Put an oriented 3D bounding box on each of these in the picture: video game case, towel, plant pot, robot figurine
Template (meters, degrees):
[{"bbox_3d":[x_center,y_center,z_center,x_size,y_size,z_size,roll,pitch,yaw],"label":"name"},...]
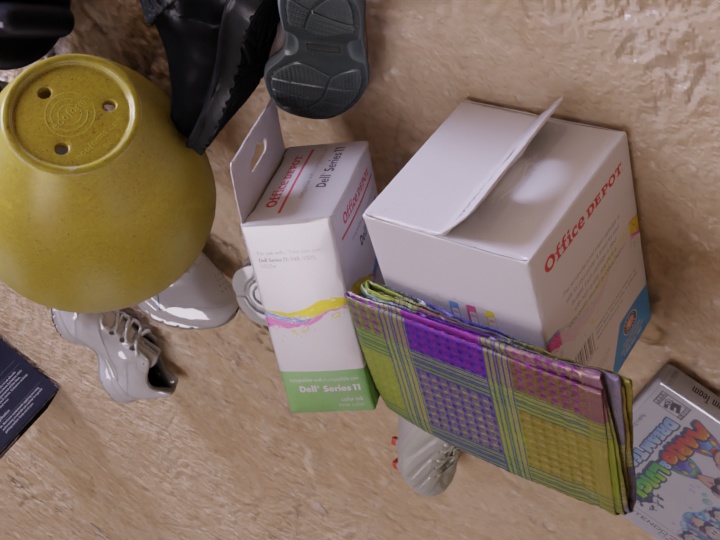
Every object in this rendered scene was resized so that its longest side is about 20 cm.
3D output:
[{"bbox_3d":[0.272,0.171,0.989,0.182,0.024,0.200,35,149,8],"label":"video game case"},{"bbox_3d":[0.087,0.082,0.825,0.200,0.023,0.144,19,145,32],"label":"towel"},{"bbox_3d":[-0.213,-0.086,0.982,0.200,0.200,0.142,34,158,9],"label":"plant pot"},{"bbox_3d":[-0.309,-0.223,1.009,0.200,0.151,0.125,12,156,39],"label":"robot figurine"}]

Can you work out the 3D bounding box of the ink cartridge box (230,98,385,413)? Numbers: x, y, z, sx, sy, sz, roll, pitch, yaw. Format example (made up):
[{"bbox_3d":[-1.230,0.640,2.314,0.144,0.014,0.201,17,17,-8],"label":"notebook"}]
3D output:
[{"bbox_3d":[-0.026,-0.013,0.901,0.067,0.117,0.201,-3,122,16],"label":"ink cartridge box"}]

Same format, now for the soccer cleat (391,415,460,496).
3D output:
[{"bbox_3d":[0.069,0.140,1.129,0.077,0.069,0.200,17,140,28],"label":"soccer cleat"}]

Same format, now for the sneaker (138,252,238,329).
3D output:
[{"bbox_3d":[-0.196,-0.020,1.188,0.200,0.075,0.087,36,144,4],"label":"sneaker"}]

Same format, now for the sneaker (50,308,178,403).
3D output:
[{"bbox_3d":[-0.268,0.071,1.414,0.087,0.075,0.200,0,139,31],"label":"sneaker"}]

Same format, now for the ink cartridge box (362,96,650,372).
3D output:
[{"bbox_3d":[0.100,-0.009,0.839,0.125,0.129,0.200,17,142,34],"label":"ink cartridge box"}]

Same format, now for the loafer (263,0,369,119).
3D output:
[{"bbox_3d":[-0.023,-0.165,0.848,0.072,0.063,0.200,11,162,-3],"label":"loafer"}]

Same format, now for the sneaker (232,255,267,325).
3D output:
[{"bbox_3d":[0.000,0.000,1.022,0.199,0.081,0.077,6,119,16],"label":"sneaker"}]

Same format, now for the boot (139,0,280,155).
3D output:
[{"bbox_3d":[-0.137,-0.190,0.907,0.158,0.079,0.211,34,144,3],"label":"boot"}]

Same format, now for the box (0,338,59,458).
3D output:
[{"bbox_3d":[-0.545,0.183,1.712,0.182,0.200,0.104,42,150,-3],"label":"box"}]

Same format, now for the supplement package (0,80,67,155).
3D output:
[{"bbox_3d":[-0.344,-0.099,1.163,0.200,0.122,0.120,8,174,44],"label":"supplement package"}]
